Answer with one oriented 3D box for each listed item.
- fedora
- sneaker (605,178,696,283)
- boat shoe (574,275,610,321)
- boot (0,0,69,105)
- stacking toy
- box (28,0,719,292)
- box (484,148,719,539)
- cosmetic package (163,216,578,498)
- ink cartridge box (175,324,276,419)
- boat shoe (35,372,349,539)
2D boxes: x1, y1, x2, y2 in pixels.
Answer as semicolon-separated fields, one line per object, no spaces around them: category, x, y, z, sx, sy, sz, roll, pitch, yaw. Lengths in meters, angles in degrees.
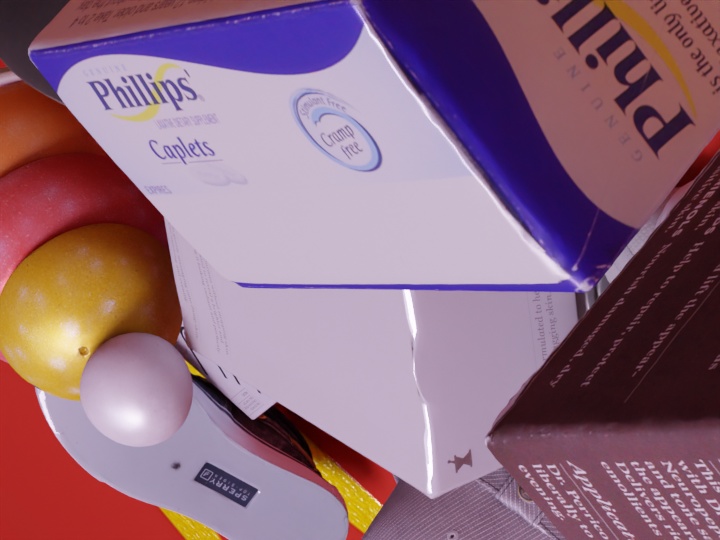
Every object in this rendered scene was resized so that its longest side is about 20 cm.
fedora;0.076;0.161;1.263;0.200;0.090;0.177;37;156;11
sneaker;0.159;0.045;0.976;0.200;0.076;0.092;58;160;-17
boat shoe;0.122;0.061;1.053;0.060;0.076;0.200;8;128;51
boot;-0.145;-0.123;1.167;0.200;0.074;0.075;34;176;23
stacking toy;-0.130;0.010;1.160;0.200;0.146;0.146;56;174;48
box;0.036;-0.097;0.740;0.105;0.200;0.184;51;155;-22
box;0.184;0.052;0.816;0.166;0.164;0.200;50;155;-17
cosmetic package;0.000;0.000;1.035;0.200;0.081;0.113;28;131;51
ink cartridge box;-0.049;0.008;1.250;0.094;0.044;0.200;41;157;-3
boat shoe;-0.097;0.086;1.364;0.200;0.071;0.091;37;-172;-26
